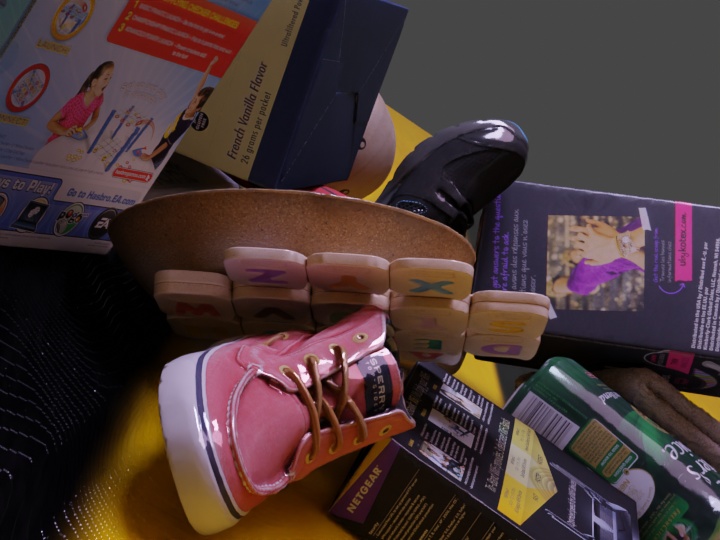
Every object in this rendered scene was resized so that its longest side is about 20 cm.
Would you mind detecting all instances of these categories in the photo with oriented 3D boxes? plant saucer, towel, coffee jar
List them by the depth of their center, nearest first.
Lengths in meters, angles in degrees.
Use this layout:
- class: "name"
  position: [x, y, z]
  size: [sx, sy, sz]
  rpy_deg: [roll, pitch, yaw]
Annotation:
- class: "plant saucer"
  position: [-0.038, 0.004, 0.877]
  size: [0.198, 0.036, 0.200]
  rpy_deg: [3, -16, 1]
- class: "coffee jar"
  position: [0.178, 0.144, 1.017]
  size: [0.200, 0.086, 0.104]
  rpy_deg: [39, 3, 19]
- class: "towel"
  position: [0.216, 0.126, 1.144]
  size: [0.200, 0.035, 0.132]
  rpy_deg: [38, -25, -25]

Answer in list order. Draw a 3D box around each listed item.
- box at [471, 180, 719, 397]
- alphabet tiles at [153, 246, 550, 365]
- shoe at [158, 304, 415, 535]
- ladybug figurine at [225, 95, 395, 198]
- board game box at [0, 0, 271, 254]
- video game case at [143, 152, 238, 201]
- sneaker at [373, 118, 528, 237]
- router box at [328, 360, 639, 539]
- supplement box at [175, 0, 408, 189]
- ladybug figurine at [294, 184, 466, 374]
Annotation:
- class: "box"
  position: [0.178, 0.015, 1.110]
  size: [0.198, 0.107, 0.122]
  rpy_deg: [8, -14, 9]
- class: "alphabet tiles"
  position: [-0.004, 0.024, 0.846]
  size: [0.198, 0.015, 0.196]
  rpy_deg: [3, -15, 1]
- class: "shoe"
  position: [-0.028, 0.057, 0.727]
  size: [0.200, 0.090, 0.072]
  rpy_deg: [-58, 133, -82]
- class: "ladybug figurine"
  position: [-0.070, -0.117, 1.255]
  size: [0.199, 0.137, 0.072]
  rpy_deg: [25, 29, 18]
- class: "board game box"
  position: [-0.147, -0.106, 0.832]
  size: [0.056, 0.196, 0.200]
  rpy_deg: [38, 11, 19]
- class: "video game case"
  position: [-0.188, -0.103, 1.139]
  size: [0.182, 0.024, 0.200]
  rpy_deg: [37, 11, 9]
- class: "sneaker"
  position: [0.034, -0.016, 1.035]
  size: [0.082, 0.200, 0.073]
  rpy_deg: [50, -5, 37]
- class: "router box"
  position: [0.074, 0.127, 0.877]
  size: [0.157, 0.052, 0.200]
  rpy_deg: [35, 11, 2]
- class: "supplement box"
  position: [-0.098, -0.154, 1.100]
  size: [0.199, 0.135, 0.200]
  rpy_deg: [22, 9, 11]
- class: "ladybug figurine"
  position: [0.000, 0.000, 1.137]
  size: [0.199, 0.072, 0.136]
  rpy_deg: [31, 12, -21]
